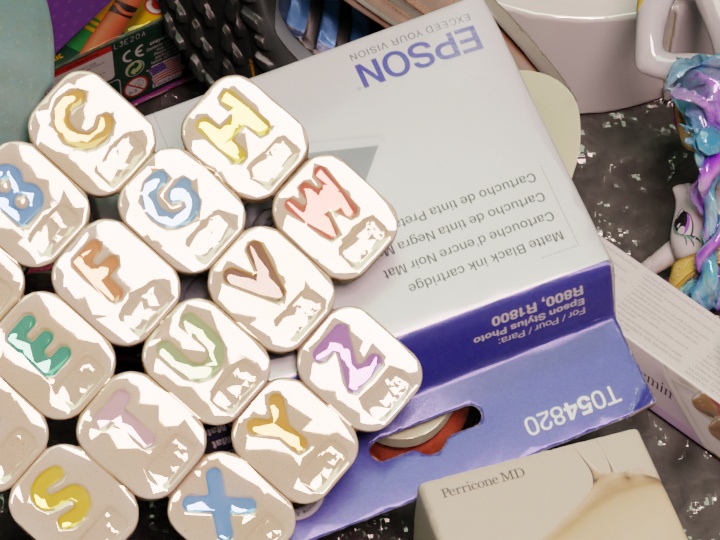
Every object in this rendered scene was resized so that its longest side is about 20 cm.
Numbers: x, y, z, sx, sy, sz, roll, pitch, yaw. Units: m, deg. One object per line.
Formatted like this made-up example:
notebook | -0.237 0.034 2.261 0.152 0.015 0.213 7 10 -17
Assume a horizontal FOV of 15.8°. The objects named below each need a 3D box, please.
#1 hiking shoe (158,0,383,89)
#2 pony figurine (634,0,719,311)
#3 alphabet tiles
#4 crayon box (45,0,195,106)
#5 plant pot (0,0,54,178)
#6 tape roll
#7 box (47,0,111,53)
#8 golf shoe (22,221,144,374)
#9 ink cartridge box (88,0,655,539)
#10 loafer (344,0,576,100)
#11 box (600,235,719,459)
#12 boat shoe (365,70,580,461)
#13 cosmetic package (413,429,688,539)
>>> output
hiking shoe | -0.028 -0.111 1.247 0.087 0.074 0.200 -36 93 -41
pony figurine | 0.212 -0.075 1.190 0.192 0.166 0.201 -2 86 17
alphabet tiles | -0.081 0.021 1.055 0.196 0.015 0.200 42 82 -1
crayon box | -0.124 -0.172 1.324 0.200 0.058 0.173 -27 57 -19
plant pot | -0.247 -0.082 1.085 0.196 0.200 0.201 11 43 -34
tape roll | 0.107 -0.176 1.325 0.202 0.071 0.203 1 51 -1
box | -0.216 -0.126 1.245 0.200 0.039 0.137 -42 59 4
golf shoe | -0.097 0.004 1.182 0.199 0.073 0.092 -1 47 -14
ink cartridge box | 0.000 0.000 1.106 0.199 0.041 0.200 -21 66 -8
loafer | 0.019 -0.122 1.199 0.063 0.200 0.072 -48 30 -2
box | 0.158 0.051 1.164 0.200 0.039 0.041 36 58 24
boat shoe | 0.045 0.002 1.162 0.071 0.063 0.200 17 65 12
cosmetic package | 0.099 0.172 1.046 0.103 0.073 0.200 -14 54 -12
